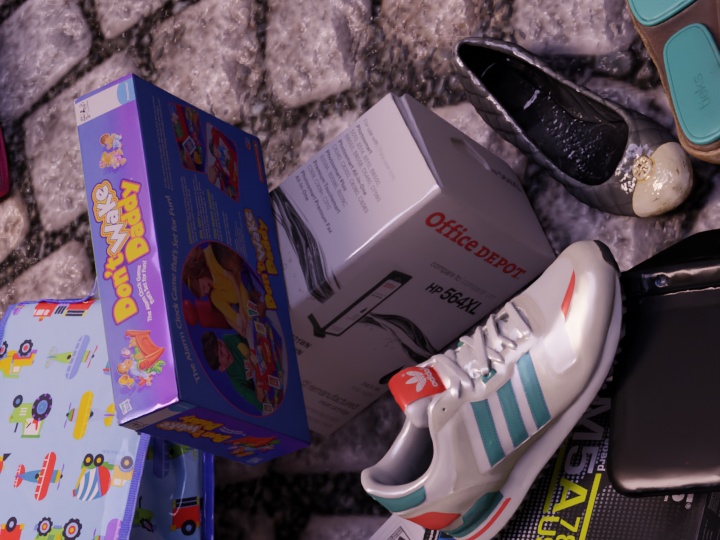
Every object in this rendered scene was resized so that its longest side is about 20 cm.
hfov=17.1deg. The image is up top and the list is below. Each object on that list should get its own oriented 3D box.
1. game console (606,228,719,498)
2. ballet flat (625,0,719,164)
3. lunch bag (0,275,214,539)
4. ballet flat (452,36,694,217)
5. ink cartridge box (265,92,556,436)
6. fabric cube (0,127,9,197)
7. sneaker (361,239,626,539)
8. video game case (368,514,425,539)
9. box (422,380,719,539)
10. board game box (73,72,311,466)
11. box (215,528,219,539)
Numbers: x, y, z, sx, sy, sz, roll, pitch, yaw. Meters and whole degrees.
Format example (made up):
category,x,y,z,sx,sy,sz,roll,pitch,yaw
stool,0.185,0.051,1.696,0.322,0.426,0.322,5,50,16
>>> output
category,x,y,z,sx,sy,sz,roll,pitch,yaw
game console,0.247,0.039,1.325,0.199,0.176,0.117,-8,99,34
ballet flat,0.208,-0.144,1.451,0.068,0.072,0.201,-30,55,24
lunch bag,-0.166,0.099,1.459,0.150,0.094,0.202,-2,79,36
ballet flat,0.128,-0.088,1.498,0.200,0.057,0.067,34,94,40
ink cartridge box,0.000,0.000,1.498,0.200,0.146,0.085,-38,54,19
fabric cube,-0.415,-0.115,1.824,0.199,0.199,0.197,-33,56,24
sneaker,0.071,0.065,1.349,0.201,0.093,0.070,-60,28,22
video game case,0.031,0.260,1.450,0.143,0.018,0.200,-46,51,11
box,0.122,0.160,1.381,0.192,0.047,0.201,-3,60,42
board game box,-0.097,0.001,1.389,0.045,0.134,0.202,-21,65,26
box,-0.173,0.209,1.566,0.148,0.107,0.201,-35,55,19
